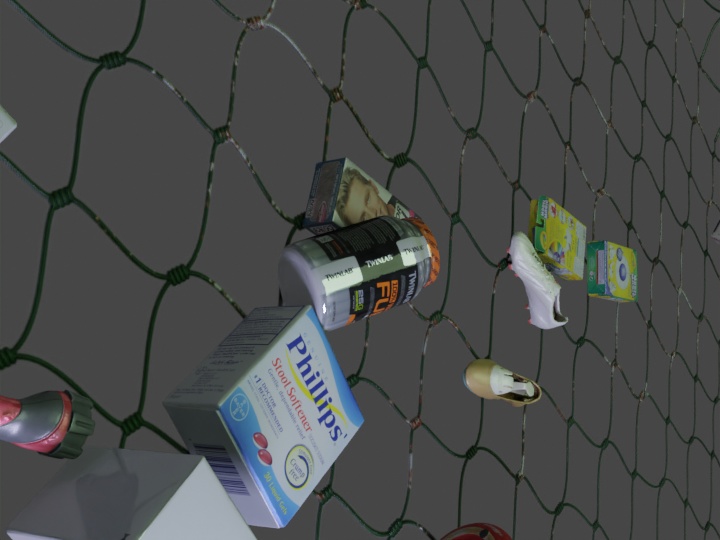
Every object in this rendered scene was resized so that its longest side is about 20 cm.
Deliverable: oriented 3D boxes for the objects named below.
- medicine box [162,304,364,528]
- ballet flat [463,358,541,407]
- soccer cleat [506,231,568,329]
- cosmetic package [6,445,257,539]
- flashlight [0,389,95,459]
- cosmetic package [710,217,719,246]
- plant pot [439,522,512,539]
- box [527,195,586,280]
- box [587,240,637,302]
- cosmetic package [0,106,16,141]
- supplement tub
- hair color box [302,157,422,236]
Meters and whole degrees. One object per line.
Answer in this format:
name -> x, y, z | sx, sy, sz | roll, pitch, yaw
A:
medicine box -> -0.111, 0.173, 1.131 | 0.200, 0.102, 0.184 | -47, 122, -43
ballet flat -> 0.255, 0.196, 1.631 | 0.199, 0.062, 0.070 | 21, 69, -49
soccer cleat -> 0.335, 0.016, 1.742 | 0.069, 0.077, 0.203 | -42, 118, -45
cosmetic package -> -0.205, 0.289, 0.919 | 0.123, 0.197, 0.202 | -52, 125, -40
flashlight -> -0.344, 0.124, 0.865 | 0.199, 0.067, 0.069 | 33, 62, -46
cosmetic package -> 1.120, -0.095, 2.732 | 0.199, 0.087, 0.104 | 30, 89, -47
plant pot -> 0.191, 0.502, 1.416 | 0.183, 0.199, 0.201 | 53, 48, -23
box -> 0.385, -0.063, 1.841 | 0.199, 0.048, 0.119 | 28, 65, -50
box -> 0.562, 0.006, 2.049 | 0.199, 0.048, 0.120 | 10, 79, -53
cosmetic package -> -0.409, -0.135, 0.692 | 0.201, 0.197, 0.124 | 57, 46, -31
supplement tub -> 0.000, 0.000, 1.226 | 0.198, 0.122, 0.125 | -19, 101, -28
hair color box -> 0.008, -0.070, 1.345 | 0.199, 0.060, 0.102 | 33, 61, -45
